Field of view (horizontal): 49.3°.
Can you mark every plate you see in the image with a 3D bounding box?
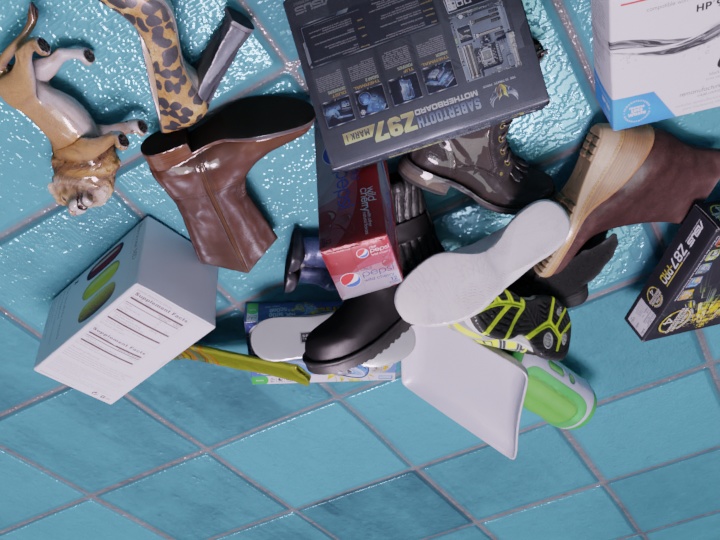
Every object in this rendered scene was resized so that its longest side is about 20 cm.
[{"bbox_3d":[0.137,0.136,1.036,0.032,0.200,0.200,-39,145,-28],"label":"plate"}]

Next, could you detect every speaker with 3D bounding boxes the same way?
[{"bbox_3d":[0.247,0.154,1.100,0.088,0.088,0.200,-36,128,28],"label":"speaker"}]

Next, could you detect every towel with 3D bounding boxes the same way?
[{"bbox_3d":[-0.167,0.116,1.005,0.200,0.018,0.086,9,165,13],"label":"towel"}]

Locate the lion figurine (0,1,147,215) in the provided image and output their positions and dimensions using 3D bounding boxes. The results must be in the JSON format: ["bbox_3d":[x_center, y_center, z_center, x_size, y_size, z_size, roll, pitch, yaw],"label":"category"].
[{"bbox_3d":[-0.294,-0.150,0.763,0.122,0.072,0.200,-13,122,26],"label":"lion figurine"}]

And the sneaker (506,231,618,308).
[{"bbox_3d":[0.214,0.005,0.966,0.200,0.060,0.104,-13,134,3],"label":"sneaker"}]

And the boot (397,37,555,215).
[{"bbox_3d":[0.143,-0.151,0.793,0.200,0.069,0.174,9,129,-20],"label":"boot"}]

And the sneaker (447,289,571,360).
[{"bbox_3d":[0.178,0.059,0.934,0.200,0.075,0.076,22,165,-37],"label":"sneaker"}]

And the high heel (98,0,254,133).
[{"bbox_3d":[-0.212,-0.202,0.700,0.200,0.071,0.143,19,125,-34],"label":"high heel"}]

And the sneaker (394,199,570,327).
[{"bbox_3d":[0.130,-0.001,0.838,0.200,0.075,0.088,-29,174,3],"label":"sneaker"}]

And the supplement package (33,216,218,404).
[{"bbox_3d":[-0.274,0.050,0.927,0.200,0.114,0.110,-35,129,26],"label":"supplement package"}]

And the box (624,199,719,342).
[{"bbox_3d":[0.432,-0.004,0.952,0.161,0.049,0.200,-11,139,-23],"label":"box"}]

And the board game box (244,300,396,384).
[{"bbox_3d":[-0.050,0.097,1.050,0.200,0.034,0.135,-2,136,-3],"label":"board game box"}]

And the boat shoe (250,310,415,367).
[{"bbox_3d":[-0.033,0.078,0.966,0.200,0.064,0.071,2,91,1],"label":"boat shoe"}]

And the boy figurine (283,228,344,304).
[{"bbox_3d":[0.008,0.005,0.943,0.200,0.064,0.124,10,131,-12],"label":"boy figurine"}]

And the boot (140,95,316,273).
[{"bbox_3d":[-0.115,-0.082,0.846,0.186,0.064,0.200,-11,138,7],"label":"boot"}]

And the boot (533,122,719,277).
[{"bbox_3d":[0.298,-0.064,0.876,0.166,0.072,0.200,11,122,-17],"label":"boot"}]

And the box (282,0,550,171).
[{"bbox_3d":[0.049,-0.190,0.691,0.200,0.051,0.158,-17,91,12],"label":"box"}]

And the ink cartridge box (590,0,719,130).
[{"bbox_3d":[0.275,-0.237,0.713,0.116,0.068,0.200,-13,135,8],"label":"ink cartridge box"}]

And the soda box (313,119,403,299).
[{"bbox_3d":[-0.004,-0.072,0.762,0.063,0.200,0.070,-14,136,8],"label":"soda box"}]

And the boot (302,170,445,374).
[{"bbox_3d":[-0.001,-0.001,0.856,0.211,0.079,0.158,-34,111,-16],"label":"boot"}]
